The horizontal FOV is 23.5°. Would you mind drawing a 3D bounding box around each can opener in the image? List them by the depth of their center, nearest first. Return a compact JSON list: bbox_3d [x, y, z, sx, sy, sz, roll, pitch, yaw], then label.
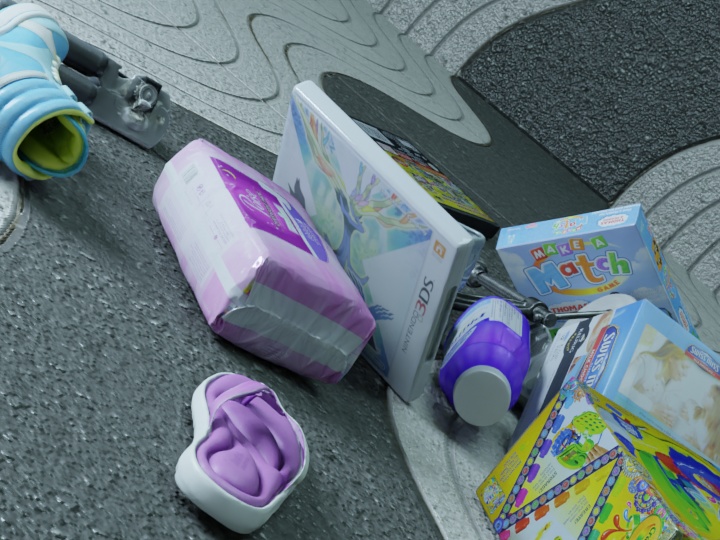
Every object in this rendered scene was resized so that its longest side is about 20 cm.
[{"bbox_3d":[-0.244,-0.164,1.452,0.199,0.054,0.067,29,-16,-36],"label":"can opener"}]

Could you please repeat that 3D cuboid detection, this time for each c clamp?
[{"bbox_3d":[0.119,0.022,1.672,0.169,0.027,0.200,0,16,-29],"label":"c clamp"}]

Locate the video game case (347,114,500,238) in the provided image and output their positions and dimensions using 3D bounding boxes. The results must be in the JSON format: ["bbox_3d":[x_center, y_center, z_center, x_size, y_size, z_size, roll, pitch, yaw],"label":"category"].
[{"bbox_3d":[0.072,-0.116,2.170,0.181,0.026,0.200,45,13,24],"label":"video game case"}]

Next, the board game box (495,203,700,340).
[{"bbox_3d":[0.242,0.030,1.736,0.201,0.150,0.037,60,34,-31],"label":"board game box"}]

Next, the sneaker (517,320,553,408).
[{"bbox_3d":[0.168,0.113,1.623,0.200,0.074,0.083,46,-21,47],"label":"sneaker"}]

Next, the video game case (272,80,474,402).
[{"bbox_3d":[-0.001,-0.021,1.369,0.022,0.183,0.200,-25,58,-33],"label":"video game case"}]

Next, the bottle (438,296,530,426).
[{"bbox_3d":[0.106,0.081,1.477,0.065,0.084,0.200,38,14,-3],"label":"bottle"}]

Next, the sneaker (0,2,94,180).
[{"bbox_3d":[-0.234,-0.123,1.250,0.130,0.080,0.200,38,23,3],"label":"sneaker"}]

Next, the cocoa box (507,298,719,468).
[{"bbox_3d":[0.252,0.141,1.457,0.199,0.134,0.131,36,-26,-15],"label":"cocoa box"}]

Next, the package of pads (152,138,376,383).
[{"bbox_3d":[-0.077,-0.008,1.293,0.120,0.076,0.200,31,15,-34],"label":"package of pads"}]

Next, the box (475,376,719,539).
[{"bbox_3d":[0.218,0.213,1.261,0.199,0.122,0.193,31,16,-30],"label":"box"}]

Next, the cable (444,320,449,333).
[{"bbox_3d":[0.000,0.000,1.531,0.162,0.051,0.200,32,15,-26],"label":"cable"}]

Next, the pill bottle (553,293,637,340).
[{"bbox_3d":[0.282,0.128,1.704,0.200,0.111,0.111,48,9,-22],"label":"pill bottle"}]

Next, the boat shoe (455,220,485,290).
[{"bbox_3d":[0.021,-0.057,1.541,0.200,0.072,0.070,30,12,-12],"label":"boat shoe"}]

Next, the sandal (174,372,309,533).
[{"bbox_3d":[-0.061,0.099,1.035,0.082,0.050,0.203,37,13,-9],"label":"sandal"}]
